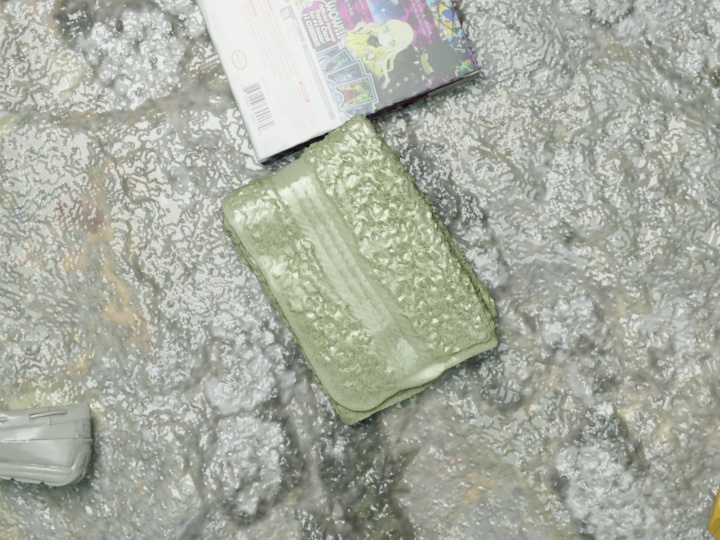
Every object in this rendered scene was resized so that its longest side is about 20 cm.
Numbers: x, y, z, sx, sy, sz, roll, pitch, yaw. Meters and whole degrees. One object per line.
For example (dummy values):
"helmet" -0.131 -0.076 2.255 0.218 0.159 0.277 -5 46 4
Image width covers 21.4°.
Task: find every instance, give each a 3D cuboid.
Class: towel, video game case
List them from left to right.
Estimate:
"video game case" -0.029 -0.205 1.427 0.180 0.036 0.201 -23 87 3
"towel" 0.000 0.000 1.406 0.148 0.036 0.201 -31 93 7

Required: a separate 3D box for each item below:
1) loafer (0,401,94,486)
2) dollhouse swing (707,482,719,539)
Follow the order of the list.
"loafer" -0.298 0.116 1.422 0.198 0.070 0.070 7 84 -4
"dollhouse swing" 0.341 0.152 1.312 0.181 0.200 0.176 38 90 4
